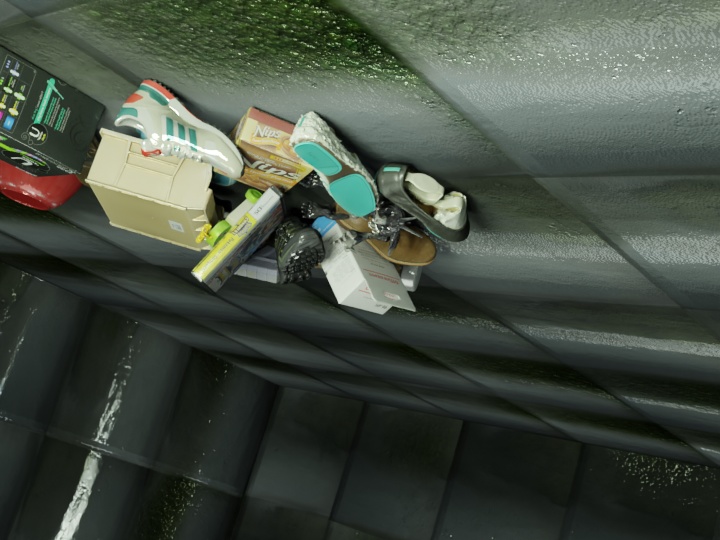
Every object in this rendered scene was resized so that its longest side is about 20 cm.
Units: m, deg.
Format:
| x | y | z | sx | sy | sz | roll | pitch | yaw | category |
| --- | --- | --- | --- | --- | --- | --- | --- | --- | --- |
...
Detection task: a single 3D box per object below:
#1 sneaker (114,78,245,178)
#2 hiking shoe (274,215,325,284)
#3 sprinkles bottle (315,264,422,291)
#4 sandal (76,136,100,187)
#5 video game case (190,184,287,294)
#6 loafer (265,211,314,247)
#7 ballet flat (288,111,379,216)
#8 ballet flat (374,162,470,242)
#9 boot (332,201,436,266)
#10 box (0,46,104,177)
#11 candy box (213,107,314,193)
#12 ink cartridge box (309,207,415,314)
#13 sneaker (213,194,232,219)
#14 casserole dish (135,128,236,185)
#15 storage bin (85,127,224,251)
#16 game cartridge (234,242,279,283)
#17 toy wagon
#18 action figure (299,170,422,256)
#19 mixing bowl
| x | y | z | sx | sy | sz | roll | pitch | yaw | category |
| --- | --- | --- | --- | --- | --- | --- | --- | --- | --- |
| -0.259 | -0.179 | 1.465 | 0.200 | 0.093 | 0.070 | 39 | 161 | 3 | sneaker |
| -0.111 | -0.045 | 1.681 | 0.076 | 0.101 | 0.200 | -13 | 167 | -17 | hiking shoe |
| 0.013 | -0.016 | 1.916 | 0.199 | 0.068 | 0.068 | 13 | 166 | 10 | sprinkles bottle |
| -0.472 | -0.207 | 1.831 | 0.080 | 0.054 | 0.200 | 9 | 150 | 10 | sandal |
| -0.186 | -0.044 | 1.632 | 0.025 | 0.181 | 0.200 | 42 | 174 | 3 | video game case |
| -0.110 | -0.075 | 1.879 | 0.073 | 0.072 | 0.200 | -14 | -161 | -35 | loafer |
| -0.030 | -0.153 | 1.447 | 0.072 | 0.072 | 0.200 | 8 | 156 | 34 | ballet flat |
| 0.108 | -0.097 | 1.513 | 0.200 | 0.068 | 0.068 | 27 | 155 | -35 | ballet flat |
| 0.053 | -0.065 | 1.695 | 0.200 | 0.074 | 0.075 | 27 | 157 | -24 | boot |
| -0.532 | -0.243 | 1.604 | 0.148 | 0.125 | 0.200 | 2 | 161 | 45 | box |
| -0.140 | -0.172 | 1.537 | 0.115 | 0.055 | 0.200 | 20 | 167 | -15 | candy box |
| 0.000 | 0.000 | 1.714 | 0.116 | 0.200 | 0.068 | 16 | 129 | -47 | ink cartridge box |
| -0.317 | -0.147 | 1.855 | 0.200 | 0.076 | 0.088 | 35 | 130 | -26 | sneaker |
| -0.276 | -0.187 | 1.685 | 0.200 | 0.039 | 0.121 | 19 | 165 | -3 | casserole dish |
| -0.327 | -0.125 | 1.697 | 0.198 | 0.094 | 0.200 | 16 | 161 | 3 | storage bin |
| -0.164 | -0.034 | 1.925 | 0.129 | 0.038 | 0.200 | 16 | -155 | 20 | game cartridge |
| -0.202 | -0.067 | 1.722 | 0.040 | 0.155 | 0.200 | 40 | -155 | 11 | toy wagon |
| -0.004 | -0.088 | 1.577 | 0.200 | 0.119 | 0.102 | 18 | -157 | 30 | action figure |
| -0.620 | -0.184 | 1.969 | 0.200 | 0.109 | 0.200 | 16 | 165 | 4 | mixing bowl |
